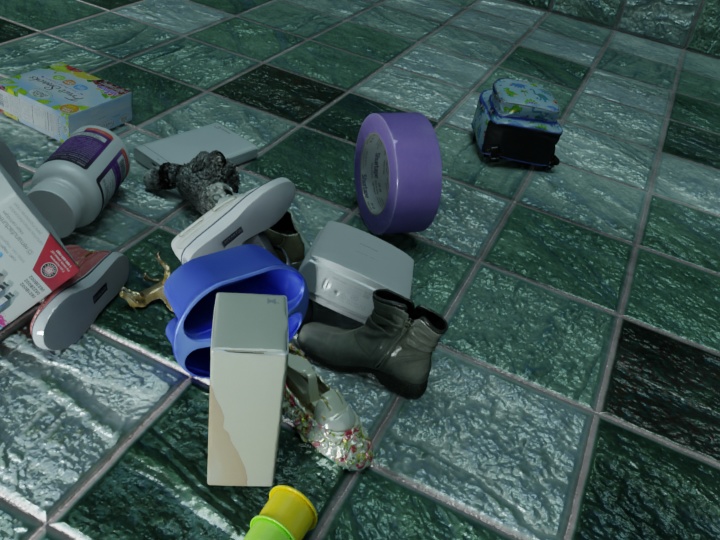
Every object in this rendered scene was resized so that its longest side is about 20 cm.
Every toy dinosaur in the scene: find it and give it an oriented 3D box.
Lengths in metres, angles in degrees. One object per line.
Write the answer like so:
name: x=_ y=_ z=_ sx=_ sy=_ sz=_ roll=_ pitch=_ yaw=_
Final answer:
toy dinosaur: x=-0.244 y=0.019 z=1.053 sx=0.195 sy=0.059 sz=0.103 roll=-6 pitch=53 yaw=-11

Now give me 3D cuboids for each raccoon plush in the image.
raccoon plush: x=-0.283 y=-0.114 z=1.218 sx=0.196 sy=0.098 sz=0.136 roll=-12 pitch=44 yaw=20

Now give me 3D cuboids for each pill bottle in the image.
pill bottle: x=-0.450 y=-0.139 z=1.151 sx=0.109 sy=0.113 sz=0.202 roll=10 pitch=35 yaw=0

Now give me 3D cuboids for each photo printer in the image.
photo printer: x=0.000 y=0.000 z=1.071 sx=0.163 sy=0.071 sz=0.201 roll=24 pitch=21 yaw=-2

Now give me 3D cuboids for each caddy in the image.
caddy: x=-0.158 y=0.055 z=0.934 sx=0.197 sy=0.144 sz=0.104 roll=-19 pitch=39 yaw=-34

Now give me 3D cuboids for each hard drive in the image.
hard drive: x=-0.310 y=-0.224 z=1.380 sx=0.131 sy=0.027 sz=0.198 roll=32 pitch=40 yaw=27

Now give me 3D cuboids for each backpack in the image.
backpack: x=0.343 y=-0.337 z=1.603 sx=0.178 sy=0.150 sz=0.202 roll=6 pitch=32 yaw=-10

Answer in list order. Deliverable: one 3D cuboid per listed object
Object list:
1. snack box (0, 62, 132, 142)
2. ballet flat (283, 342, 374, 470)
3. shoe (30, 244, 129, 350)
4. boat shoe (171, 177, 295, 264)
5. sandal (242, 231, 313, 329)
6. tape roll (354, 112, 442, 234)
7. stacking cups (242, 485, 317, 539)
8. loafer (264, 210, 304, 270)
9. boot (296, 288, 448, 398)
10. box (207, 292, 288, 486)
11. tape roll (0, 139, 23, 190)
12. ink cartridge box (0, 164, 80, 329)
snack box: x=-0.577 y=-0.330 z=1.421 sx=0.197 sy=0.069 sz=0.168 roll=24 pitch=37 yaw=20
ballet flat: x=-0.056 y=0.159 z=0.883 sx=0.075 sy=0.065 sz=0.199 roll=-22 pitch=47 yaw=-39
shoe: x=-0.398 y=0.031 z=0.971 sx=0.089 sy=0.073 sz=0.201 roll=11 pitch=32 yaw=9
boat shoe: x=-0.184 y=-0.076 z=1.049 sx=0.199 sy=0.072 sz=0.066 roll=-42 pitch=59 yaw=-14
sandal: x=-0.122 y=0.009 z=1.073 sx=0.042 sy=0.077 sz=0.201 roll=-10 pitch=50 yaw=-37
tape roll: x=0.060 y=-0.166 z=1.243 sx=0.083 sy=0.204 sz=0.201 roll=-6 pitch=38 yaw=-21
stacking cups: x=-0.113 y=0.293 z=0.683 sx=0.059 sy=0.062 sz=0.200 roll=22 pitch=37 yaw=17
loafer: x=-0.138 y=-0.081 z=1.188 sx=0.074 sy=0.071 sz=0.201 roll=-11 pitch=41 yaw=-28
boot: x=0.015 y=0.075 z=0.957 sx=0.196 sy=0.133 sz=0.068 roll=19 pitch=35 yaw=12
box: x=-0.123 y=0.131 z=0.783 sx=0.076 sy=0.204 sz=0.096 roll=3 pitch=35 yaw=-9
tape roll: x=-0.558 y=-0.098 z=0.985 sx=0.065 sy=0.204 sz=0.201 roll=14 pitch=34 yaw=18
ink cartridge box: x=-0.483 y=-0.018 z=0.886 sx=0.199 sy=0.147 sz=0.144 roll=-39 pitch=51 yaw=-14
